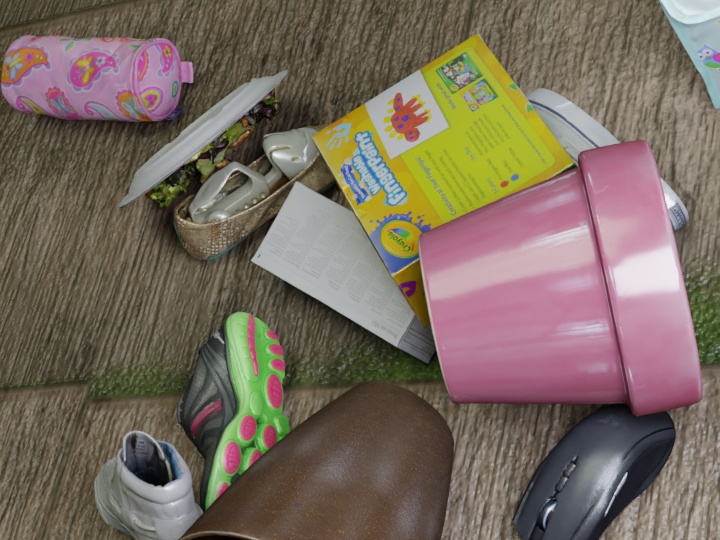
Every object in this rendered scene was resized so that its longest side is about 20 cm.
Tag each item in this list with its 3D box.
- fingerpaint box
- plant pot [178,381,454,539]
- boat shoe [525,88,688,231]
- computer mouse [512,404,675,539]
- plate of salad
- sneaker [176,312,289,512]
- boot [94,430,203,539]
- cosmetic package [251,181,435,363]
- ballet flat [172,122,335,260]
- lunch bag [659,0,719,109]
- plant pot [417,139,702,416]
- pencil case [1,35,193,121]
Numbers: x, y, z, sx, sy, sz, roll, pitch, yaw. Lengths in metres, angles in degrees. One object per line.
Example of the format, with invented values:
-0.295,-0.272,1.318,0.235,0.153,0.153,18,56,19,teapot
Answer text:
0.074,-0.074,1.593,0.167,0.073,0.200,-32,42,1,fingerpaint box
-0.014,0.184,1.474,0.187,0.187,0.200,2,43,34,plant pot
0.180,-0.077,1.621,0.070,0.071,0.200,-40,51,-5,boat shoe
0.166,0.179,1.435,0.200,0.046,0.140,-45,43,-6,computer mouse
-0.139,-0.115,1.831,0.200,0.048,0.200,-37,9,7,plate of salad
-0.107,0.130,1.646,0.084,0.077,0.200,-31,39,33,sneaker
-0.170,0.167,1.597,0.074,0.096,0.200,-19,24,-21,boot
0.000,0.000,1.675,0.200,0.051,0.083,30,88,44,cosmetic package
-0.085,-0.083,1.795,0.200,0.065,0.071,-37,44,2,ballet flat
0.316,-0.247,1.572,0.170,0.200,0.122,-21,46,16,lunch bag
0.141,0.017,1.447,0.179,0.200,0.200,-11,49,6,plant pot
-0.267,-0.194,1.995,0.200,0.087,0.087,4,58,34,pencil case
